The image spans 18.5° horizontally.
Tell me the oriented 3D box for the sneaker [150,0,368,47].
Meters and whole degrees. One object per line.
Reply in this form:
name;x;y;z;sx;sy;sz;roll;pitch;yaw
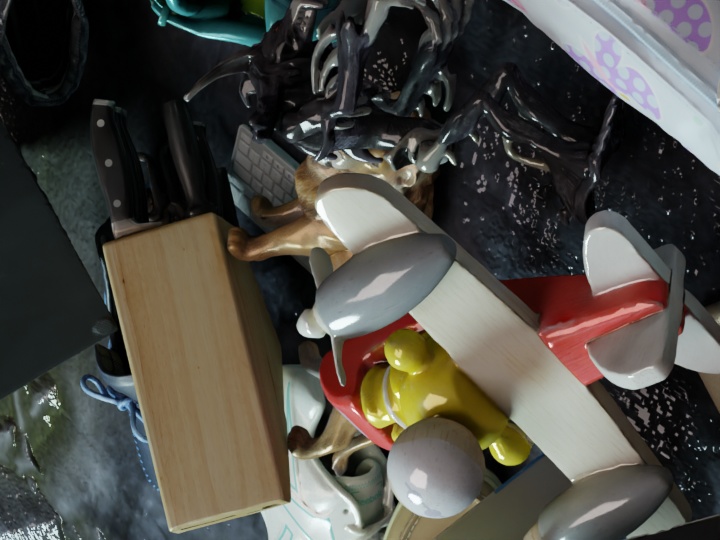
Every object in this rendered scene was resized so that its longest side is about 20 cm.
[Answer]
sneaker;-0.084;-0.161;1.119;0.199;0.079;0.078;26;128;33

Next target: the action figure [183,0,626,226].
action figure;0.024;-0.090;1.010;0.199;0.119;0.103;17;107;10

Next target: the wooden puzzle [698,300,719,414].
wooden puzzle;0.242;0.079;0.963;0.200;0.037;0.186;-26;93;49

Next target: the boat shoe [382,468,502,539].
boat shoe;0.034;0.199;1.182;0.073;0.066;0.201;14;112;1

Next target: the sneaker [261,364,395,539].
sneaker;-0.013;0.145;1.230;0.080;0.070;0.201;-14;101;45

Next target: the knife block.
knife block;-0.094;0.010;1.146;0.064;0.201;0.176;-16;125;7

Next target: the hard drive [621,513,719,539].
hard drive;0.172;0.164;0.977;0.199;0.038;0.140;-22;127;33

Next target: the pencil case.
pencil case;0.120;-0.113;0.935;0.200;0.090;0.083;42;135;21

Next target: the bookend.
bookend;-0.241;-0.063;1.216;0.200;0.092;0.199;51;169;49

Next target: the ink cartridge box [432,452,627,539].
ink cartridge box;0.082;0.203;1.131;0.068;0.116;0.201;29;130;29

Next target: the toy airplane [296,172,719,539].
toy airplane;0.065;0.052;0.996;0.199;0.142;0.200;24;151;13

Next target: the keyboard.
keyboard;0.000;0.000;1.178;0.200;0.011;0.056;42;135;21

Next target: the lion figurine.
lion figurine;0.006;0.009;1.129;0.122;0.073;0.201;-11;110;25

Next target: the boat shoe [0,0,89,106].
boat shoe;-0.184;-0.191;1.188;0.091;0.070;0.201;-124;22;-55

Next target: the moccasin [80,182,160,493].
moccasin;-0.129;0.047;1.289;0.080;0.068;0.201;15;121;39
